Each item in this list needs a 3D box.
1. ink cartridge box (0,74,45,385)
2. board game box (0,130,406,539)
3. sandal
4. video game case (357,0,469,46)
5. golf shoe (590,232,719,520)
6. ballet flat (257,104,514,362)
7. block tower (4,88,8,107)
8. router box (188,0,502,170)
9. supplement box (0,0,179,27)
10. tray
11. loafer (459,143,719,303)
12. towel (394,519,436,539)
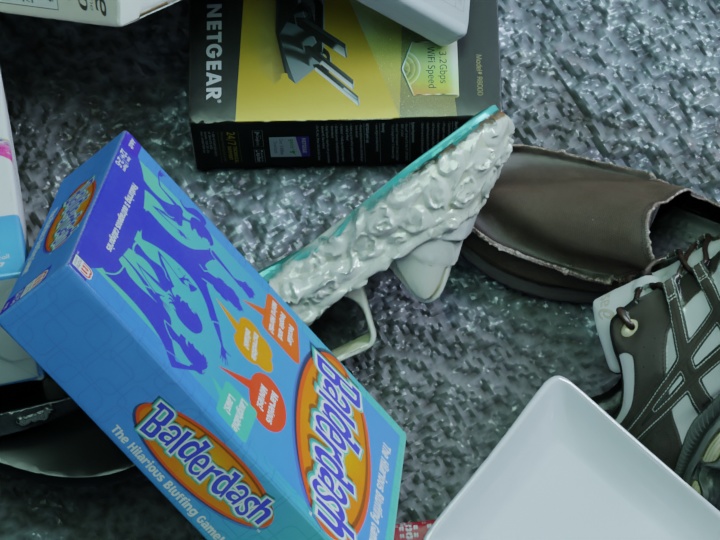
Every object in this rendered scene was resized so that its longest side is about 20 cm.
[{"bbox_3d":[-0.212,-0.031,1.161,0.114,0.068,0.201,-9,43,-5],"label":"ink cartridge box"},{"bbox_3d":[-0.062,0.049,1.109,0.045,0.152,0.200,-36,107,18],"label":"board game box"},{"bbox_3d":[-0.169,0.052,1.154,0.199,0.043,0.077,5,64,-2],"label":"sandal"},{"bbox_3d":[-0.020,-0.227,1.231,0.199,0.023,0.183,24,58,-34],"label":"video game case"},{"bbox_3d":[0.155,0.015,1.149,0.094,0.201,0.078,22,22,7],"label":"golf shoe"},{"bbox_3d":[0.000,0.000,1.211,0.199,0.072,0.072,-34,66,7],"label":"ballet flat"},{"bbox_3d":[-0.193,-0.009,1.239,0.054,0.058,0.201,-8,63,-3],"label":"block tower"},{"bbox_3d":[-0.008,-0.151,1.304,0.156,0.052,0.201,-2,64,0],"label":"router box"},{"bbox_3d":[-0.163,-0.179,1.245,0.199,0.074,0.126,10,25,29],"label":"supplement box"},{"bbox_3d":[0.130,0.150,1.144,0.200,0.022,0.107,41,70,-1],"label":"tray"},{"bbox_3d":[0.133,-0.022,1.227,0.199,0.071,0.073,15,65,9],"label":"loafer"},{"bbox_3d":[0.022,0.186,1.158,0.199,0.023,0.145,-7,66,0],"label":"towel"}]
